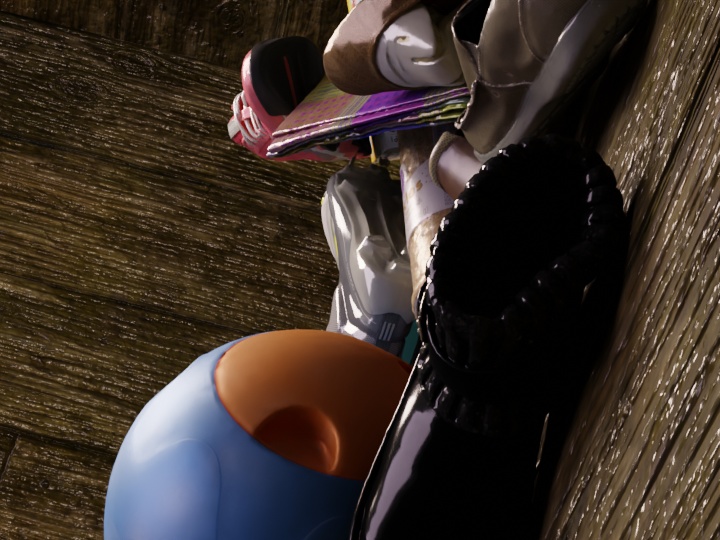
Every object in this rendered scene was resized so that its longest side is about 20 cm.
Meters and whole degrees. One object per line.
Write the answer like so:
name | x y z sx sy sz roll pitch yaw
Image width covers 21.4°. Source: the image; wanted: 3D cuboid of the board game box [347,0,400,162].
board game box | 0.013 -0.181 1.328 0.134 0.034 0.202 161 100 -86

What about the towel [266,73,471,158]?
towel | 0.039 -0.125 1.144 0.199 0.023 0.144 -10 33 48

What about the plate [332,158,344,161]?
plate | 0.054 -0.151 1.558 0.033 0.198 0.200 63 170 11

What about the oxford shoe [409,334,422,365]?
oxford shoe | 0.042 0.108 1.212 0.071 0.071 0.201 10 -76 -86

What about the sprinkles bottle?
sprinkles bottle | 0.057 -0.051 1.168 0.069 0.068 0.201 104 166 -45

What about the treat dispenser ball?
treat dispenser ball | -0.031 0.131 0.979 0.201 0.199 0.203 -167 90 -89

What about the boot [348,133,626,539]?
boot | 0.050 0.060 0.818 0.158 0.079 0.213 105 178 -67

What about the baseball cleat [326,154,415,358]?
baseball cleat | 0.000 0.000 1.247 0.200 0.069 0.107 -94 25 -67

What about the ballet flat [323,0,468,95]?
ballet flat | 0.064 -0.143 1.038 0.068 0.199 0.073 45 -157 -39

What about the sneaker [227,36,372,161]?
sneaker | -0.054 -0.101 1.287 0.200 0.086 0.074 23 -125 -73

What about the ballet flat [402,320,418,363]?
ballet flat | 0.072 -0.017 1.304 0.065 0.070 0.201 -57 -9 -64

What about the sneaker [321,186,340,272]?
sneaker | 0.020 0.027 1.427 0.076 0.075 0.201 -129 17 -73

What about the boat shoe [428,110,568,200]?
boat shoe | 0.073 -0.046 1.065 0.203 0.074 0.075 -79 2 -63

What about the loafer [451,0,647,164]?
loafer | 0.084 -0.113 0.946 0.075 0.070 0.200 -43 -5 -19
